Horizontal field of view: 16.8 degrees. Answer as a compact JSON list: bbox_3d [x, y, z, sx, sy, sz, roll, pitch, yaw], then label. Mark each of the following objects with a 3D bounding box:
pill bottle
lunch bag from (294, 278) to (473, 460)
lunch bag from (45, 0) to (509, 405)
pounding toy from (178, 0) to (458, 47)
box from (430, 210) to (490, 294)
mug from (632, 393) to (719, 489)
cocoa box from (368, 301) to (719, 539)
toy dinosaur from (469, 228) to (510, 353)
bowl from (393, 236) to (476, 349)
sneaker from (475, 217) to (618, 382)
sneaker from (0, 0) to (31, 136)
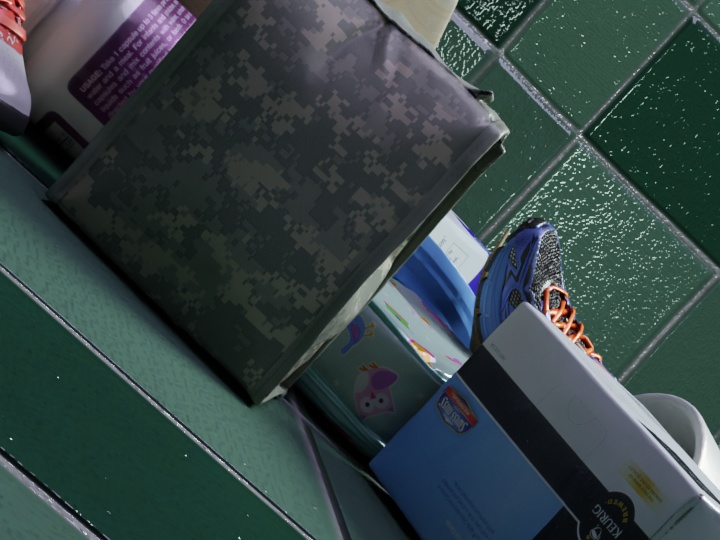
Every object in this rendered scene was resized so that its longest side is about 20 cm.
[{"bbox_3d":[-0.129,-0.103,1.426,0.200,0.112,0.112,44,5,-9],"label":"pill bottle"},{"bbox_3d":[0.014,0.057,1.457,0.160,0.077,0.200,45,5,26],"label":"lunch bag"},{"bbox_3d":[-0.038,-0.058,1.287,0.164,0.200,0.118,43,6,5],"label":"lunch bag"},{"bbox_3d":[-0.035,-0.154,1.566,0.199,0.143,0.184,16,20,-33],"label":"pounding toy"},{"bbox_3d":[-0.002,-0.052,2.053,0.200,0.105,0.184,39,6,-38],"label":"box"},{"bbox_3d":[0.172,0.193,1.460,0.149,0.187,0.153,-5,-48,49],"label":"mug"},{"bbox_3d":[0.121,0.140,1.303,0.133,0.131,0.200,40,6,-38],"label":"cocoa box"},{"bbox_3d":[0.081,0.080,1.591,0.058,0.101,0.201,2,-59,38],"label":"toy dinosaur"},{"bbox_3d":[0.000,0.000,1.653,0.200,0.039,0.201,38,-18,15],"label":"bowl"},{"bbox_3d":[0.129,0.063,1.540,0.075,0.078,0.202,-30,115,-52],"label":"sneaker"},{"bbox_3d":[-0.208,-0.165,1.330,0.067,0.108,0.202,38,8,-46],"label":"sneaker"}]
